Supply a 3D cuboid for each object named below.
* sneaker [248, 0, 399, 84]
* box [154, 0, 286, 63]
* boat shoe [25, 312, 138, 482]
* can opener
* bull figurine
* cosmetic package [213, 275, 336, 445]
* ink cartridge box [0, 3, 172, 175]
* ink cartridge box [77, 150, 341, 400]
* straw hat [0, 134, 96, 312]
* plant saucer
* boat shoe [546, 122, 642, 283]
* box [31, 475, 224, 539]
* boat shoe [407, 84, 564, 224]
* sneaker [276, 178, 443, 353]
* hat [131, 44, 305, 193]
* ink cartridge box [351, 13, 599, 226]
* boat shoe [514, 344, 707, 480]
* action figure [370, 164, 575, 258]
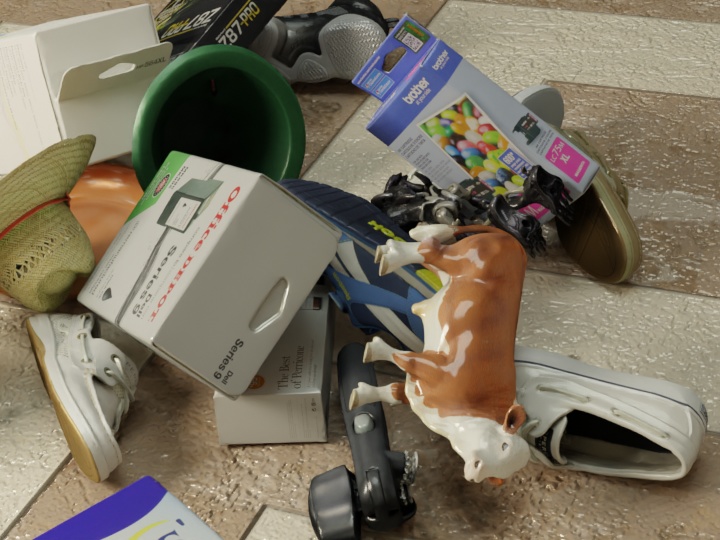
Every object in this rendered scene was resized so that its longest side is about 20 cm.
[{"bbox_3d":[-0.056,-0.242,1.679,0.198,0.076,0.114,1,25,17],"label":"sneaker"},{"bbox_3d":[-0.168,-0.222,1.574,0.199,0.049,0.162,-6,43,55],"label":"box"},{"bbox_3d":[-0.200,0.082,1.204,0.069,0.071,0.200,-17,33,-14],"label":"boat shoe"},{"bbox_3d":[0.001,0.113,1.132,0.078,0.064,0.201,-2,33,-1],"label":"can opener"},{"bbox_3d":[0.062,0.054,1.097,0.120,0.065,0.202,13,56,-5],"label":"bull figurine"},{"bbox_3d":[-0.063,0.053,1.246,0.082,0.051,0.201,-4,33,4],"label":"cosmetic package"},{"bbox_3d":[-0.267,-0.164,1.475,0.128,0.127,0.199,-23,16,-36],"label":"ink cartridge box"},{"bbox_3d":[-0.116,-0.003,1.197,0.147,0.084,0.200,-58,25,-7],"label":"ink cartridge box"},{"bbox_3d":[-0.255,-0.014,1.271,0.085,0.201,0.201,47,48,2],"label":"straw hat"},{"bbox_3d":[-0.260,-0.031,1.418,0.198,0.038,0.201,-4,32,3],"label":"plant saucer"},{"bbox_3d":[0.197,-0.063,1.363,0.064,0.073,0.201,-1,35,-21],"label":"boat shoe"},{"bbox_3d":[-0.138,0.242,0.922,0.183,0.106,0.199,-27,38,-30],"label":"box"},{"bbox_3d":[0.100,-0.109,1.456,0.086,0.075,0.202,18,50,38],"label":"boat shoe"},{"bbox_3d":[0.000,0.000,1.245,0.200,0.083,0.074,38,27,23],"label":"sneaker"},{"bbox_3d":[-0.156,-0.123,1.466,0.166,0.200,0.176,-54,35,-9],"label":"hat"},{"bbox_3d":[0.085,-0.111,1.320,0.200,0.119,0.042,39,59,-5],"label":"ink cartridge box"},{"bbox_3d":[0.138,0.107,1.120,0.198,0.073,0.066,12,37,16],"label":"boat shoe"},{"bbox_3d":[0.068,-0.027,1.306,0.199,0.103,0.119,-7,35,39],"label":"action figure"}]
